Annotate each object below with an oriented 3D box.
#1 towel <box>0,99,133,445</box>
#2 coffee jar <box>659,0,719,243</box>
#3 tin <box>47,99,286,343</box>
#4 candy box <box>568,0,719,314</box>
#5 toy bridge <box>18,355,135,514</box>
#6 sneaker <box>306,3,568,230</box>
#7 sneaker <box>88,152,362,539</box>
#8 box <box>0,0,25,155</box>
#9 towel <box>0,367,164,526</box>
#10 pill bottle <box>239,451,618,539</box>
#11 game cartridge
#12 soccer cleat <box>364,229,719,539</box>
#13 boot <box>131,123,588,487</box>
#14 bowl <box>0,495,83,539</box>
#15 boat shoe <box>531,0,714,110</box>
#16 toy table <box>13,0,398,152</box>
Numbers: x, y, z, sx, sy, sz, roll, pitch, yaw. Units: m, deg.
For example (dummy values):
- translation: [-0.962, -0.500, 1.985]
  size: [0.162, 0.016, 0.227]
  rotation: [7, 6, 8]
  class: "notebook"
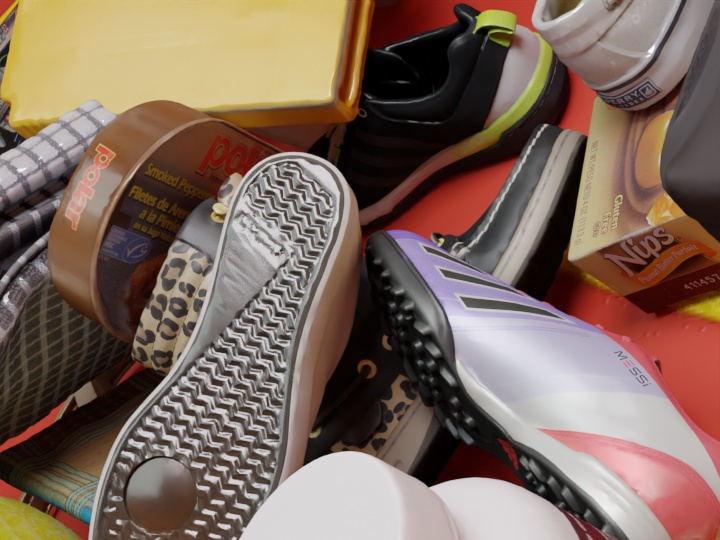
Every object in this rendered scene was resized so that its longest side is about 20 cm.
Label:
- translation: [-0.173, 0.021, 0.965]
  size: [0.166, 0.086, 0.200]
  rotation: [-36, -13, -28]
  class: "towel"
- translation: [0.178, -0.019, 0.552]
  size: [0.085, 0.200, 0.104]
  rotation: [-1, 62, 55]
  class: "coffee jar"
- translation: [-0.076, -0.016, 0.921]
  size: [0.042, 0.200, 0.112]
  rotation: [31, 93, 28]
  class: "tin"
- translation: [0.157, -0.092, 0.792]
  size: [0.115, 0.055, 0.200]
  rotation: [-21, 46, 46]
  class: "candy box"
- translation: [-0.149, 0.080, 1.112]
  size: [0.200, 0.027, 0.067]
  rotation: [-56, 27, 9]
  class: "toy bridge"
- translation: [0.016, -0.085, 0.965]
  size: [0.200, 0.083, 0.072]
  rotation: [-27, 42, 42]
  class: "sneaker"
- translation: [-0.043, 0.057, 0.775]
  size: [0.073, 0.085, 0.200]
  rotation: [21, 79, 16]
  class: "sneaker"
- translation: [-0.222, -0.061, 1.239]
  size: [0.200, 0.137, 0.040]
  rotation: [-47, 30, 20]
  class: "box"
- translation: [-0.091, 0.081, 0.963]
  size: [0.147, 0.022, 0.200]
  rotation: [-31, 20, -25]
  class: "towel"
- translation: [0.056, 0.134, 0.594]
  size: [0.113, 0.200, 0.113]
  rotation: [-36, 37, 33]
  class: "pill bottle"
- translation: [-0.083, -0.152, 0.971]
  size: [0.200, 0.032, 0.177]
  rotation: [-2, 69, 28]
  class: "game cartridge"
- translation: [0.073, 0.043, 0.744]
  size: [0.073, 0.068, 0.200]
  rotation: [-31, 49, -15]
  class: "soccer cleat"
- translation: [0.000, 0.000, 0.853]
  size: [0.150, 0.073, 0.200]
  rotation: [30, 96, 16]
  class: "boot"
- translation: [-0.151, 0.186, 0.922]
  size: [0.108, 0.200, 0.200]
  rotation: [-23, 18, -26]
  class: "bowl"
- translation: [0.111, -0.171, 0.789]
  size: [0.075, 0.086, 0.202]
  rotation: [-8, 55, 53]
  class: "boat shoe"
- translation: [-0.086, -0.150, 1.080]
  size: [0.184, 0.200, 0.117]
  rotation: [53, -124, -78]
  class: "toy table"
